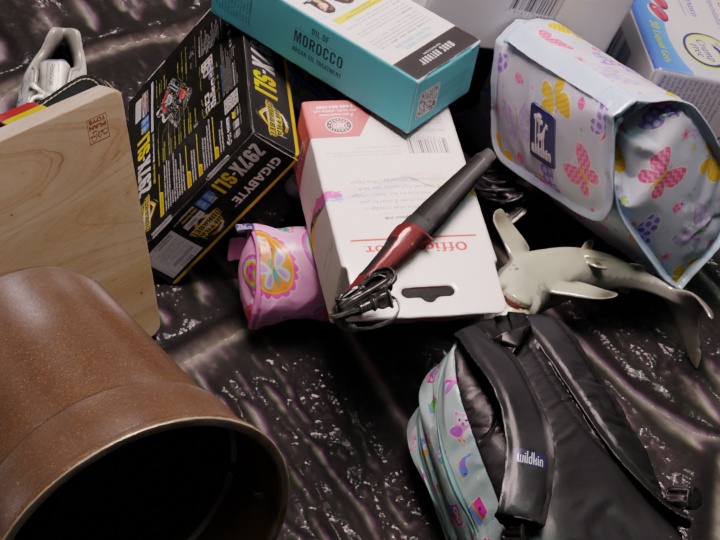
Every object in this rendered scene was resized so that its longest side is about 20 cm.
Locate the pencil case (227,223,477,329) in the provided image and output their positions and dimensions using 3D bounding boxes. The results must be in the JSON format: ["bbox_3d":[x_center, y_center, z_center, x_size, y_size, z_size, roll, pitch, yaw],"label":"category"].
[{"bbox_3d":[0.000,0.000,1.184,0.199,0.088,0.088,-2,45,-14],"label":"pencil case"}]

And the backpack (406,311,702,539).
[{"bbox_3d":[0.113,0.130,1.040,0.166,0.127,0.201,-2,54,-35],"label":"backpack"}]

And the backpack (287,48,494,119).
[{"bbox_3d":[0.000,-0.202,1.335,0.200,0.147,0.183,42,37,20],"label":"backpack"}]

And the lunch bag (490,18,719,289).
[{"bbox_3d":[0.194,-0.101,1.222,0.127,0.200,0.170,-45,44,-2],"label":"lunch bag"}]

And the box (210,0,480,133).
[{"bbox_3d":[-0.014,-0.186,1.164,0.199,0.049,0.082,34,47,22],"label":"box"}]

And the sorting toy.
[{"bbox_3d":[-0.249,-0.008,1.063,0.069,0.200,0.200,22,39,38],"label":"sorting toy"}]

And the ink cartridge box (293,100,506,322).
[{"bbox_3d":[0.025,-0.030,1.113,0.116,0.068,0.201,-3,53,-15],"label":"ink cartridge box"}]

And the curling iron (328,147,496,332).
[{"bbox_3d":[0.042,-0.022,1.046,0.049,0.026,0.200,3,37,37],"label":"curling iron"}]

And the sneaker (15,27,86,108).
[{"bbox_3d":[-0.257,-0.119,1.241,0.074,0.087,0.201,4,45,-12],"label":"sneaker"}]

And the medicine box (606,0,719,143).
[{"bbox_3d":[0.322,-0.188,1.427,0.199,0.103,0.183,7,44,-16],"label":"medicine box"}]

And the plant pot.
[{"bbox_3d":[-0.180,0.113,0.959,0.199,0.201,0.198,-18,43,-29],"label":"plant pot"}]

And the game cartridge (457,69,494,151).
[{"bbox_3d":[0.146,-0.180,1.440,0.132,0.042,0.201,3,44,-16],"label":"game cartridge"}]

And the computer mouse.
[{"bbox_3d":[0.029,-0.055,1.266,0.199,0.053,0.138,-9,28,-29],"label":"computer mouse"}]

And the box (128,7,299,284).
[{"bbox_3d":[-0.122,-0.114,1.217,0.049,0.160,0.201,26,35,-30],"label":"box"}]

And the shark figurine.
[{"bbox_3d":[0.167,0.024,1.199,0.213,0.090,0.128,2,41,-27],"label":"shark figurine"}]

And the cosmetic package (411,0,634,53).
[{"bbox_3d":[0.106,-0.287,1.278,0.198,0.123,0.200,5,37,-35],"label":"cosmetic package"}]

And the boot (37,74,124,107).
[{"bbox_3d":[-0.271,-0.089,1.107,0.204,0.154,0.073,-45,63,-7],"label":"boot"}]
